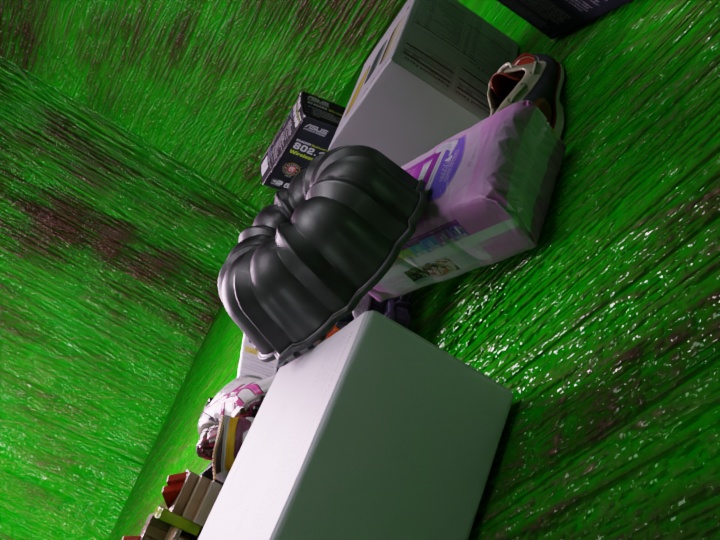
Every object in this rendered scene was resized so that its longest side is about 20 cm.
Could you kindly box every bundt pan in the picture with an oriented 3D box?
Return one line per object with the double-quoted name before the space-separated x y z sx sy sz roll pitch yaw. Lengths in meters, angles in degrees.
"bundt pan" -0.043 -0.025 0.658 0.202 0.076 0.202 -42 19 18

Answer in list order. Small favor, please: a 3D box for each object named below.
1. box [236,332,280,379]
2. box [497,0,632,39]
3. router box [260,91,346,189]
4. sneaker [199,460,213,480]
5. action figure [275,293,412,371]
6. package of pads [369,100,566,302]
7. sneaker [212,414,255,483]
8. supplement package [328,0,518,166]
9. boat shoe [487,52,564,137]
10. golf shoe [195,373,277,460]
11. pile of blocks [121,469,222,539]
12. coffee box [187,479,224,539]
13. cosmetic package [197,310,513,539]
"box" -0.112 0.095 1.053 0.082 0.049 0.202 11 92 44
"box" 0.221 -0.331 0.769 0.149 0.104 0.200 -60 11 -3
"router box" -0.035 -0.174 1.241 0.150 0.199 0.062 -52 34 39
"sneaker" -0.180 0.281 1.129 0.201 0.075 0.088 -58 -3 -9
"action figure" -0.005 0.052 0.823 0.200 0.104 0.195 -94 29 -69
"package of pads" 0.078 -0.055 0.698 0.199 0.076 0.121 -23 32 49
"sneaker" -0.125 0.248 0.955 0.201 0.089 0.075 95 -179 -49
"supplement package" 0.080 -0.212 0.963 0.152 0.150 0.201 -48 17 43
"boat shoe" 0.154 -0.170 0.773 0.071 0.062 0.201 -54 12 34
"golf shoe" -0.136 0.159 0.982 0.199 0.072 0.093 -33 46 32
"pile of blocks" -0.222 0.297 0.850 0.201 0.062 0.082 -61 14 4
"coffee box" -0.186 0.352 0.908 0.201 0.079 0.113 -54 14 26
"cosmetic package" -0.018 0.161 0.554 0.200 0.122 0.200 -66 12 -25
